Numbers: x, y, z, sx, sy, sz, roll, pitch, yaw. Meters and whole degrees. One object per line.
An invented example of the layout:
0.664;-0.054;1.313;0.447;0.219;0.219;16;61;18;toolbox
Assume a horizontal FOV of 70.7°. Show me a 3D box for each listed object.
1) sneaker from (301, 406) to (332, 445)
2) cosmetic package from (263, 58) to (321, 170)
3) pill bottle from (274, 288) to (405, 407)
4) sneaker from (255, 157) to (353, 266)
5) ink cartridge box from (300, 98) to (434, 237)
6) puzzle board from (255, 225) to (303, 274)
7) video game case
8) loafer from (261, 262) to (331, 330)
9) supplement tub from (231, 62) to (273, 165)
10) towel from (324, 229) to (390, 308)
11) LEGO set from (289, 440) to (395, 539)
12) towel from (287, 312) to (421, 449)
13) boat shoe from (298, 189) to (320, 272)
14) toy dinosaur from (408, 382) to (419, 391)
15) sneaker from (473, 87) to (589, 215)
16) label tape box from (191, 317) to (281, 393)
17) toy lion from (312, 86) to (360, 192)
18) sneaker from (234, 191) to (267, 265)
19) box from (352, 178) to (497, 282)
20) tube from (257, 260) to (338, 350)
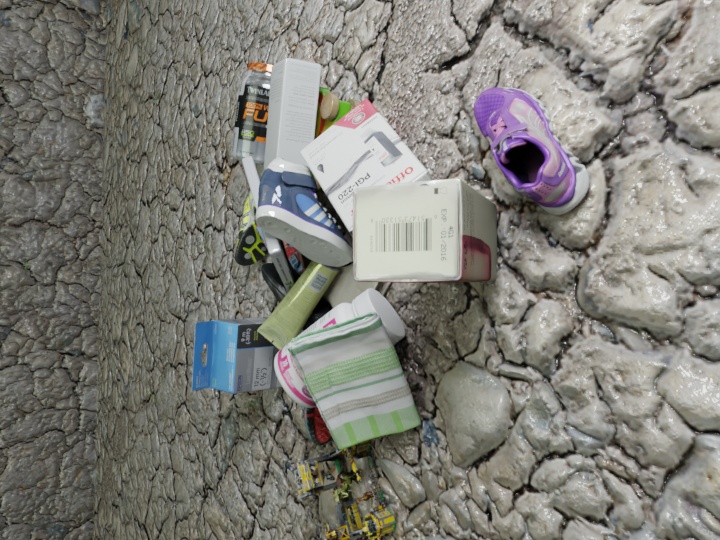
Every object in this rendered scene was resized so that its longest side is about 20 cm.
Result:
-0.082;0.228;0.971;0.096;0.079;0.201;145;124;-60;sneaker
-0.129;-0.282;0.952;0.102;0.074;0.201;-151;64;-63;cosmetic package
-0.033;0.124;0.826;0.200;0.113;0.114;-39;57;15;pill bottle
-0.080;-0.107;0.853;0.080;0.200;0.147;-22;51;43;sneaker
0.013;-0.150;0.798;0.146;0.085;0.200;-37;58;8;ink cartridge box
-0.140;-0.076;1.043;0.200;0.017;0.151;-38;80;43;puzzle board
-0.165;-0.077;0.931;0.182;0.023;0.200;83;167;-66;video game case
-0.141;0.057;1.024;0.200;0.073;0.072;43;127;34;loafer
-0.203;-0.326;1.079;0.122;0.122;0.201;22;107;49;supplement tub
0.000;0.000;0.894;0.133;0.034;0.200;51;127;40;towel
-0.041;0.383;0.867;0.154;0.116;0.201;-33;64;45;LEGO set
-0.007;0.172;0.764;0.149;0.031;0.200;-19;106;11;towel
-0.086;-0.057;0.946;0.071;0.062;0.201;-89;-13;-66;boat shoe
0.012;0.209;0.841;0.200;0.077;0.102;-41;72;47;toy dinosaur
0.191;-0.157;0.620;0.081;0.088;0.200;-51;51;38;sneaker
-0.237;0.174;1.047;0.066;0.200;0.144;10;97;48;label tape box
-0.078;-0.253;0.981;0.192;0.068;0.201;15;101;57;toy lion
-0.241;-0.107;1.170;0.076;0.075;0.201;34;105;54;sneaker
0.088;-0.039;0.632;0.127;0.200;0.109;-1;88;26;box
-0.114;0.061;0.935;0.200;0.052;0.058;-55;41;18;tube
